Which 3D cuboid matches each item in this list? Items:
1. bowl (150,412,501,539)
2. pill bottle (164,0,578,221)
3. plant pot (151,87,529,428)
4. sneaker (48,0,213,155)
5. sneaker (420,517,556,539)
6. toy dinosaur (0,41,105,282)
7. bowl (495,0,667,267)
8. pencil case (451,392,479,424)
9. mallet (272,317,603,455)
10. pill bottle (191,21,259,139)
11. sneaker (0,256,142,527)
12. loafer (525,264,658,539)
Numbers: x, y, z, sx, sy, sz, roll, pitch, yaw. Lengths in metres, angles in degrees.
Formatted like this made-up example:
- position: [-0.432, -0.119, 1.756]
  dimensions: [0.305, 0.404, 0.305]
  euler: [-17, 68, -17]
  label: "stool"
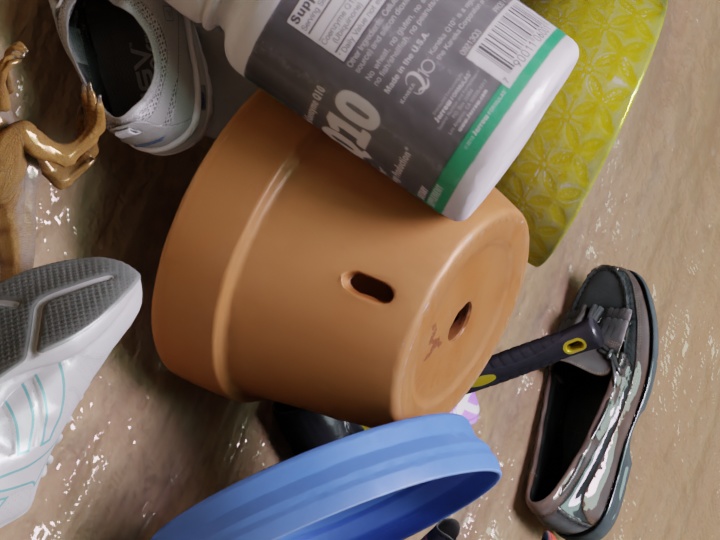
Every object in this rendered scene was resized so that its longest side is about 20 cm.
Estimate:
- position: [-0.023, 0.131, 1.392]
  dimensions: [0.201, 0.201, 0.039]
  euler: [-3, 66, -55]
  label: "bowl"
- position: [0.002, -0.125, 1.324]
  dimensions: [0.200, 0.113, 0.113]
  euler: [35, 44, 4]
  label: "pill bottle"
- position: [0.000, 0.000, 1.417]
  dimensions: [0.200, 0.140, 0.200]
  euler: [-48, 155, -32]
  label: "plant pot"
- position: [-0.131, -0.159, 1.359]
  dimensions: [0.200, 0.075, 0.082]
  euler: [69, 16, 3]
  label: "sneaker"
- position: [0.024, 0.184, 1.450]
  dimensions: [0.075, 0.200, 0.085]
  euler: [-93, 176, -71]
  label: "sneaker"
- position: [-0.182, -0.050, 1.331]
  dimensions: [0.106, 0.060, 0.200]
  euler: [-20, 107, -17]
  label: "toy dinosaur"
- position: [0.109, -0.114, 1.668]
  dimensions: [0.108, 0.200, 0.200]
  euler: [25, 54, -4]
  label: "bowl"
- position: [0.036, -0.002, 1.557]
  dimensions: [0.084, 0.085, 0.200]
  euler: [-8, 104, -25]
  label: "pencil case"
- position: [0.050, 0.078, 1.505]
  dimensions: [0.041, 0.200, 0.066]
  euler: [-81, 153, -59]
  label: "mallet"
- position: [-0.044, -0.167, 1.483]
  dimensions: [0.113, 0.113, 0.200]
  euler: [58, 42, -30]
  label: "pill bottle"
- position: [-0.179, 0.072, 1.282]
  dimensions: [0.200, 0.070, 0.080]
  euler: [-47, 137, -27]
  label: "sneaker"
- position: [0.155, 0.084, 1.755]
  dimensions: [0.063, 0.072, 0.200]
  euler: [29, 62, -42]
  label: "loafer"
